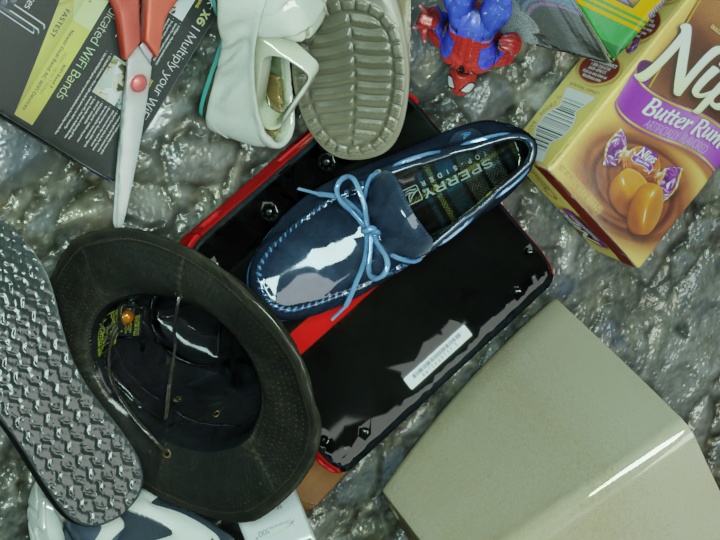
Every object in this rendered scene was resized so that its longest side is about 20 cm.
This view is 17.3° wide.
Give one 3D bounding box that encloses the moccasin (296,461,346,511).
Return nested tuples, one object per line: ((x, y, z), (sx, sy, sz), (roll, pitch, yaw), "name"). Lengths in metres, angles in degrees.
((-0.004, 0.061, 1.528), (0.201, 0.074, 0.078), (-45, 134, 1), "moccasin")

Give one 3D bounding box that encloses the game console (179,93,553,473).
((0.000, 0.000, 1.484), (0.200, 0.031, 0.177), (-42, 99, -13), "game console")

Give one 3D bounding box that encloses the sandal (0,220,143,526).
((-0.200, 0.061, 1.392), (0.075, 0.048, 0.201), (-29, 100, -19), "sandal")

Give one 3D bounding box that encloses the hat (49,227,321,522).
((-0.093, 0.051, 1.409), (0.081, 0.200, 0.201), (-36, 128, -50), "hat")

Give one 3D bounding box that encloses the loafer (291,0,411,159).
((-0.003, -0.167, 1.430), (0.075, 0.068, 0.201), (1, 111, 14), "loafer")

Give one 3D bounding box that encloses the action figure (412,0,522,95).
((0.069, -0.156, 1.446), (0.065, 0.200, 0.052), (15, 72, 4), "action figure")

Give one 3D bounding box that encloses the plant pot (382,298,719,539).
((0.134, 0.176, 1.592), (0.177, 0.200, 0.200), (-32, 123, -7), "plant pot")

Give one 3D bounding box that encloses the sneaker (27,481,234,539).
((-0.119, 0.204, 1.430), (0.129, 0.199, 0.080), (1, 136, -28), "sneaker")

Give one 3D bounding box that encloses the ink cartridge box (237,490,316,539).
((-0.028, 0.222, 1.468), (0.043, 0.174, 0.200), (-21, 140, -4), "ink cartridge box")

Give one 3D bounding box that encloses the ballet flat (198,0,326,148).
((-0.051, -0.141, 1.366), (0.069, 0.069, 0.200), (-25, 152, -24), "ballet flat")

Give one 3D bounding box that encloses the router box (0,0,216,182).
((-0.157, -0.174, 1.345), (0.157, 0.052, 0.200), (33, 88, -38), "router box")

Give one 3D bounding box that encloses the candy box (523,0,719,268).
((0.204, -0.117, 1.604), (0.200, 0.056, 0.117), (-52, 126, -8), "candy box")

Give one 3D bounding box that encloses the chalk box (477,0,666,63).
((0.108, -0.247, 1.444), (0.124, 0.124, 0.200), (-47, 127, -16), "chalk box")

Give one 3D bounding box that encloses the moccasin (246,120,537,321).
((0.018, -0.040, 1.439), (0.200, 0.068, 0.081), (-36, 97, -13), "moccasin")

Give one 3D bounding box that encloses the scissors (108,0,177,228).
((-0.120, -0.120, 1.349), (0.073, 0.014, 0.201), (-19, 117, -28), "scissors")
